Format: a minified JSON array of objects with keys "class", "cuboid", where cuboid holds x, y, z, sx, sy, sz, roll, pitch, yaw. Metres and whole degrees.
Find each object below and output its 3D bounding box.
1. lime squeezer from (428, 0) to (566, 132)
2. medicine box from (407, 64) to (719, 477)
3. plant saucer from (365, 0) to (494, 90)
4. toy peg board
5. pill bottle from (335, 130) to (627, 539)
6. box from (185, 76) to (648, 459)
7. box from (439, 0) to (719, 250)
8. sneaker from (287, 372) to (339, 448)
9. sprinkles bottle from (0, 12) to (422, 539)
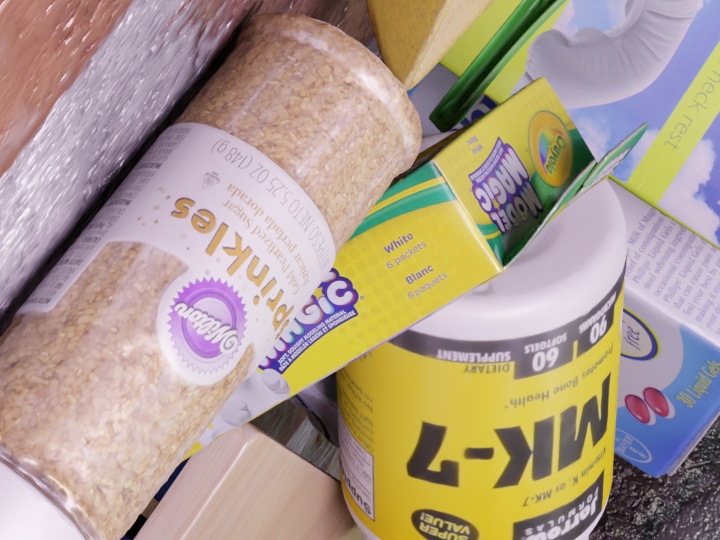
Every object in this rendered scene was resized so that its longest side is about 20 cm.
[{"class":"lime squeezer","cuboid":[0.070,-0.118,0.826,0.071,0.038,0.200,-19,159,-21]},{"class":"medicine box","cuboid":[0.098,-0.019,1.161,0.103,0.200,0.182,-56,174,-20]},{"class":"plant saucer","cuboid":[0.071,-0.181,0.833,0.200,0.048,0.200,-50,171,-47]},{"class":"toy peg board","cuboid":[-0.105,0.143,1.059,0.200,0.098,0.199,-56,158,-3]},{"class":"pill bottle","cuboid":[0.047,0.052,1.024,0.114,0.114,0.200,-51,150,-40]},{"class":"box","cuboid":[0.000,0.000,0.864,0.200,0.048,0.117,-30,-176,28]},{"class":"box","cuboid":[0.125,-0.092,0.996,0.122,0.200,0.048,-58,173,16]},{"class":"sneaker","cuboid":[-0.023,0.021,1.078,0.073,0.071,0.200,-49,151,-19]},{"class":"sprinkles bottle","cuboid":[-0.061,0.014,0.739,0.200,0.068,0.068,-54,173,-25]}]
